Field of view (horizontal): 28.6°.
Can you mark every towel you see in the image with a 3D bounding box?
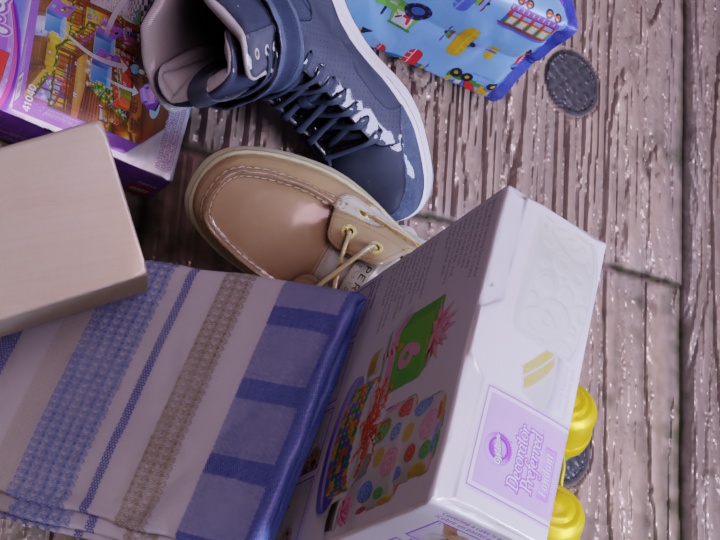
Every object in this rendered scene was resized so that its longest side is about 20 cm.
[{"bbox_3d":[-0.105,0.063,0.671,0.024,0.198,0.148,55,48,-50],"label":"towel"}]

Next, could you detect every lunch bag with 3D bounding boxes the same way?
[{"bbox_3d":[0.052,-0.235,0.890,0.149,0.094,0.202,20,59,-23],"label":"lunch bag"}]

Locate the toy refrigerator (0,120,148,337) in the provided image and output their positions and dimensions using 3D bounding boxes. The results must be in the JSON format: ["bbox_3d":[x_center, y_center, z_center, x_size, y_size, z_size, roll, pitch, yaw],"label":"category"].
[{"bbox_3d":[-0.203,0.000,0.652,0.198,0.070,0.077,-18,85,-10],"label":"toy refrigerator"}]

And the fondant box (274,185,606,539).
[{"bbox_3d":[0.017,0.069,0.632,0.058,0.200,0.146,28,58,-18],"label":"fondant box"}]

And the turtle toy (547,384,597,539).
[{"bbox_3d":[0.054,0.146,0.752,0.100,0.147,0.201,18,41,1],"label":"turtle toy"}]

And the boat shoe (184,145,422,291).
[{"bbox_3d":[0.000,0.000,0.745,0.199,0.066,0.075,27,99,-23],"label":"boat shoe"}]

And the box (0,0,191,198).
[{"bbox_3d":[-0.148,-0.158,0.779,0.136,0.039,0.202,22,67,-25],"label":"box"}]

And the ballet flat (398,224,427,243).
[{"bbox_3d":[0.038,0.009,0.843,0.198,0.068,0.063,23,37,-27],"label":"ballet flat"}]

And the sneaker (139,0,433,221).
[{"bbox_3d":[-0.039,-0.091,0.767,0.204,0.076,0.146,60,32,-16],"label":"sneaker"}]
